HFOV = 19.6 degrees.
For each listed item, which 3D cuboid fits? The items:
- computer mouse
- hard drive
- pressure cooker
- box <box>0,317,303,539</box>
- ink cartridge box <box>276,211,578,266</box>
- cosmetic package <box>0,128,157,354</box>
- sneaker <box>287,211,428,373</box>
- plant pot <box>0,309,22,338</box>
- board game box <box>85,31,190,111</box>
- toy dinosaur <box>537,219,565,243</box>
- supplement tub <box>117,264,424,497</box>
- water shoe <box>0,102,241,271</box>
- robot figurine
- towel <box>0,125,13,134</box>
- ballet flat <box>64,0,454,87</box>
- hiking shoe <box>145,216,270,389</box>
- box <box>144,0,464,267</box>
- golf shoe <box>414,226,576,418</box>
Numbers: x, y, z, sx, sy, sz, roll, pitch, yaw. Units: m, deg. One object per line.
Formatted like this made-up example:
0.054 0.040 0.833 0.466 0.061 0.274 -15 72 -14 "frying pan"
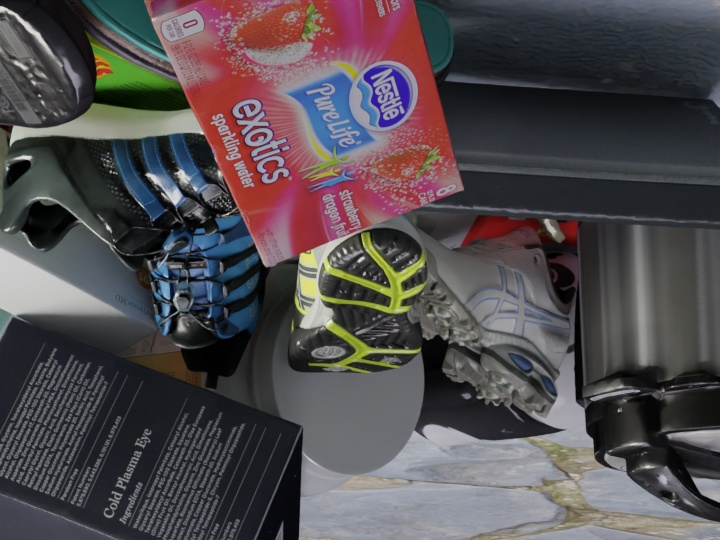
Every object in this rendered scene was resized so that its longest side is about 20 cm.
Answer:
-0.197 -0.124 0.951 0.199 0.046 0.141 -8 124 49 "computer mouse"
0.096 -0.060 1.049 0.199 0.033 0.140 4 -160 -7 "hard drive"
0.214 0.049 1.231 0.175 0.201 0.179 -3 164 5 "pressure cooker"
-0.135 0.139 1.224 0.181 0.105 0.200 19 154 7 "box"
0.052 -0.028 1.289 0.199 0.050 0.161 7 164 -5 "ink cartridge box"
-0.198 -0.028 1.162 0.050 0.083 0.200 -25 142 32 "cosmetic package"
0.000 0.000 1.154 0.075 0.077 0.200 0 155 -12 "sneaker"
-0.249 0.030 1.346 0.134 0.201 0.200 30 166 8 "plant pot"
-0.115 -0.102 1.063 0.101 0.048 0.199 -10 159 39 "board game box"
0.042 -0.061 1.159 0.199 0.048 0.088 17 163 -16 "toy dinosaur"
-0.070 0.073 1.332 0.144 0.146 0.199 17 164 -38 "supplement tub"
-0.088 -0.035 1.015 0.199 0.079 0.071 5 166 31 "water shoe"
0.094 0.052 1.423 0.199 0.151 0.125 -12 141 44 "robot figurine"
-0.203 -0.077 1.220 0.199 0.023 0.145 8 165 -9 "towel"
-0.053 -0.111 0.989 0.199 0.074 0.073 8 164 -22 "ballet flat"
-0.084 -0.003 1.151 0.074 0.087 0.200 1 160 10 "hiking shoe"
-0.028 -0.100 0.858 0.099 0.096 0.200 -21 150 -1 "box"
0.067 0.006 1.260 0.078 0.098 0.200 15 162 38 "golf shoe"
